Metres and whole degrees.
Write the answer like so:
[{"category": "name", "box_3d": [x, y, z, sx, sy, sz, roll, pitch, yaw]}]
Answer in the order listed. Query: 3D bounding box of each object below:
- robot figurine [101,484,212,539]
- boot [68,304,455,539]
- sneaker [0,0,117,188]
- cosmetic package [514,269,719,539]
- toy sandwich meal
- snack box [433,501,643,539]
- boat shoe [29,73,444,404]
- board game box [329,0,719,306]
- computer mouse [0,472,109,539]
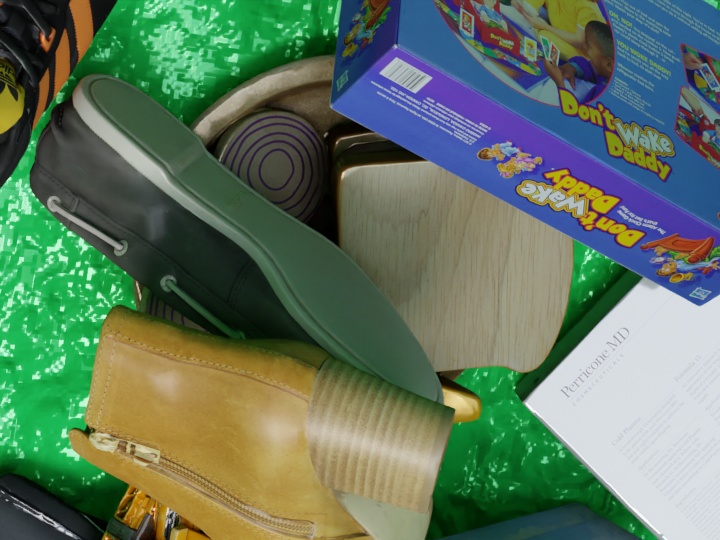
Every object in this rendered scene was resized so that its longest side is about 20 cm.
[{"category": "robot figurine", "box_3d": [-0.053, 0.160, 0.770, 0.199, 0.058, 0.146, 33, 82, -40]}, {"category": "boot", "box_3d": [-0.044, 0.091, 0.675, 0.143, 0.071, 0.202, 17, 140, 7]}, {"category": "sneaker", "box_3d": [-0.136, -0.088, 0.660, 0.070, 0.090, 0.201, 29, 99, -26]}, {"category": "cosmetic package", "box_3d": [0.196, 0.041, 0.818, 0.151, 0.052, 0.200, 44, 92, -5]}, {"category": "toy sandwich meal", "box_3d": [0.000, 0.000, 0.752, 0.203, 0.070, 0.207, -7, 112, -17]}, {"category": "snack box", "box_3d": [0.056, 0.224, 0.819, 0.168, 0.067, 0.202, -3, 117, -54]}, {"category": "boat shoe", "box_3d": [-0.053, 0.003, 0.693, 0.200, 0.067, 0.057, 42, 117, 5]}, {"category": "board game box", "box_3d": [0.085, -0.087, 0.715, 0.199, 0.135, 0.045, 26, 139, -26]}, {"category": "computer mouse", "box_3d": [-0.170, 0.157, 0.767, 0.200, 0.046, 0.141, 41, 92, -27]}]
